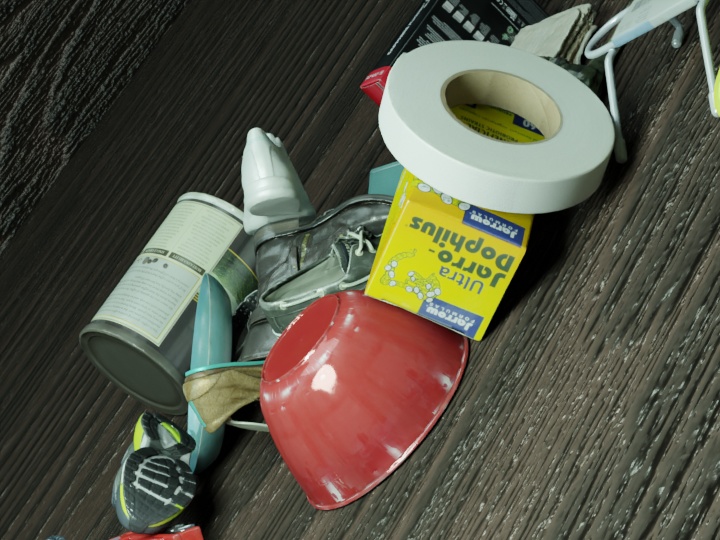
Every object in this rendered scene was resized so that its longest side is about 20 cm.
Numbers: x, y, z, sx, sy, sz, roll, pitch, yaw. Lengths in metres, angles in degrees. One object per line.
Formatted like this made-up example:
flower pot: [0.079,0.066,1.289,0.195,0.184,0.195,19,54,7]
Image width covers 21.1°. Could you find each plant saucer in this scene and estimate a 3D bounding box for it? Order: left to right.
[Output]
plant saucer: [-0.149,0.104,1.921,0.200,0.027,0.202,-176,90,-81]
plant saucer: [0.057,-0.085,1.941,0.200,0.019,0.071,-11,72,61]

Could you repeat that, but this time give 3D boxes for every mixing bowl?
mixing bowl: [-0.015,0.092,1.643,0.200,0.108,0.201,-44,18,18]

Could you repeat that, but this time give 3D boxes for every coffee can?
coffee can: [-0.195,0.036,2.128,0.201,0.146,0.146,-56,19,-25]

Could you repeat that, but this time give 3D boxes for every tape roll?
tape roll: [0.114,-0.124,1.622,0.204,0.201,0.037,-71,-2,-51]

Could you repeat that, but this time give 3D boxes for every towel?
towel: [0.157,-0.176,1.921,0.201,0.034,0.132,-56,18,-20]

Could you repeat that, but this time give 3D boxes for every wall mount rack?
wall mount rack: [0.268,-0.189,1.628,0.199,0.075,0.174,-28,24,51]

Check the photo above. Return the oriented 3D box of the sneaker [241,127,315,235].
sneaker: [-0.090,-0.092,1.951,0.074,0.089,0.200,-13,-10,-4]

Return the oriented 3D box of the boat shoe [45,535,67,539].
boat shoe: [-0.266,0.317,1.795,0.071,0.091,0.200,-48,17,1]

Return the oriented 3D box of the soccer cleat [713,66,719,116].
soccer cleat: [0.327,-0.182,1.512,0.084,0.064,0.201,100,-164,-63]

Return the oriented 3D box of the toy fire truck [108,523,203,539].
toy fire truck: [-0.209,0.269,1.712,0.140,0.049,0.200,-16,1,-29]

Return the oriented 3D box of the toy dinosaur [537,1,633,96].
toy dinosaur: [0.196,-0.173,1.805,0.088,0.048,0.201,-10,39,41]

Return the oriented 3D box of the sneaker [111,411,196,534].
sneaker: [-0.198,0.207,1.809,0.081,0.073,0.200,-62,6,14]

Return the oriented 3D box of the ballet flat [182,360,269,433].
ballet flat: [-0.067,0.107,1.754,0.199,0.073,0.068,-12,-6,-33]

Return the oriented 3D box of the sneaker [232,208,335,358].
sneaker: [-0.070,0.027,2.002,0.200,0.074,0.080,-48,2,-14]

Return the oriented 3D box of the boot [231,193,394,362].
boot: [-0.028,0.023,1.886,0.198,0.069,0.175,-15,48,16]

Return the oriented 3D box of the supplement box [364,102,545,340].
supplement box: [0.087,-0.056,1.655,0.201,0.108,0.110,-73,5,-52]

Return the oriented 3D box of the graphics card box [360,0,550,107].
graphics card box: [0.102,-0.224,2.001,0.201,0.125,0.051,-55,19,-20]

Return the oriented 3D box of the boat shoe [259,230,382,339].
boat shoe: [0.000,0.000,1.805,0.199,0.064,0.071,-31,29,-4]
